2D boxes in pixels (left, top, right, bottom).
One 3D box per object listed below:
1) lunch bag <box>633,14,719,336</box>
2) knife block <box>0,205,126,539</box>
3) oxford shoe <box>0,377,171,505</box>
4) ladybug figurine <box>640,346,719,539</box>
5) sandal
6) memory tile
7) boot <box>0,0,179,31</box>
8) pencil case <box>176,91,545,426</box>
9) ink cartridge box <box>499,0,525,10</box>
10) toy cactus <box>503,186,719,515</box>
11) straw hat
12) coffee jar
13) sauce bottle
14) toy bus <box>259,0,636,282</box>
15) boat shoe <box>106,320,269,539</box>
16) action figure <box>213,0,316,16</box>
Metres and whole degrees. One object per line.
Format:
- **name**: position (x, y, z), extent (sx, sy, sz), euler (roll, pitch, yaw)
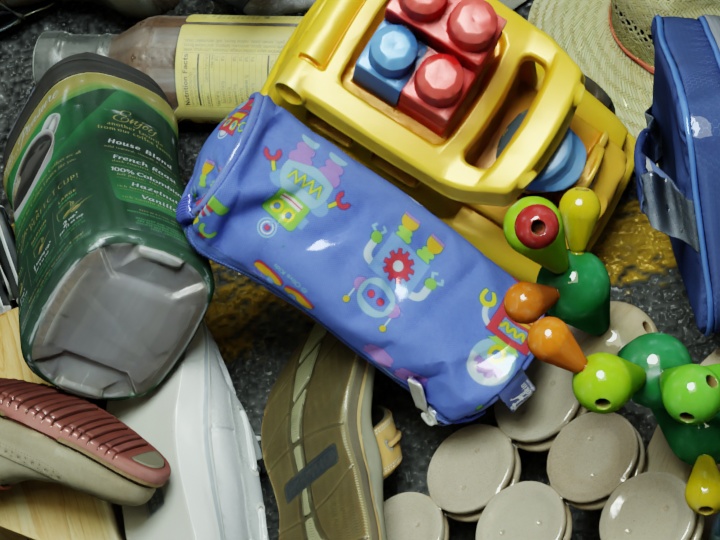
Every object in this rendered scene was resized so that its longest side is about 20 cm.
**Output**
- **lunch bag**: position (0.203, -0.051, 1.016), extent (0.132, 0.137, 0.200), euler (-8, 21, 7)
- **knife block**: position (-0.178, 0.062, 1.104), extent (0.199, 0.064, 0.176), euler (17, 67, 19)
- **oxford shoe**: position (-0.190, 0.089, 1.030), extent (0.199, 0.070, 0.075), euler (18, 93, 18)
- **ladybug figurine**: position (0.206, 0.113, 0.997), extent (0.135, 0.072, 0.200), euler (24, 68, 23)
- **sandal**: position (-0.006, 0.099, 1.048), extent (0.080, 0.054, 0.201), euler (-38, 38, 29)
- **memory tile**: position (0.063, 0.146, 0.996), extent (0.200, 0.017, 0.153), euler (-44, 43, 1)
- **boot**: position (-0.203, -0.168, 1.239), extent (0.200, 0.075, 0.097), euler (27, 81, 32)
- **pencil case**: position (0.000, 0.000, 1.018), extent (0.200, 0.078, 0.087), euler (36, 70, -10)
- **ink cartridge box**: position (0.022, -0.238, 1.151), extent (0.084, 0.200, 0.145), euler (-34, 61, -12)
- **toy cactus**: position (0.131, 0.032, 0.942), extent (0.200, 0.165, 0.102), euler (36, 88, -13)
- **straw hat**: position (0.185, -0.151, 1.137), extent (0.200, 0.085, 0.202), euler (-5, 60, 8)
- **coffee jar**: position (-0.139, -0.029, 1.093), extent (0.104, 0.085, 0.200), euler (-56, 30, 26)
- **sauce bottle**: position (-0.090, -0.118, 1.185), extent (0.199, 0.065, 0.065), euler (4, 63, 14)
- **toy bus**: position (0.053, -0.083, 1.043), extent (0.199, 0.192, 0.136), euler (32, 78, -1)
- **boat shoe**: position (-0.082, 0.098, 1.063), extent (0.072, 0.068, 0.201), euler (-43, 43, 26)
- **action figure**: position (-0.088, -0.213, 1.166), extent (0.104, 0.193, 0.200), euler (-35, 75, 3)
